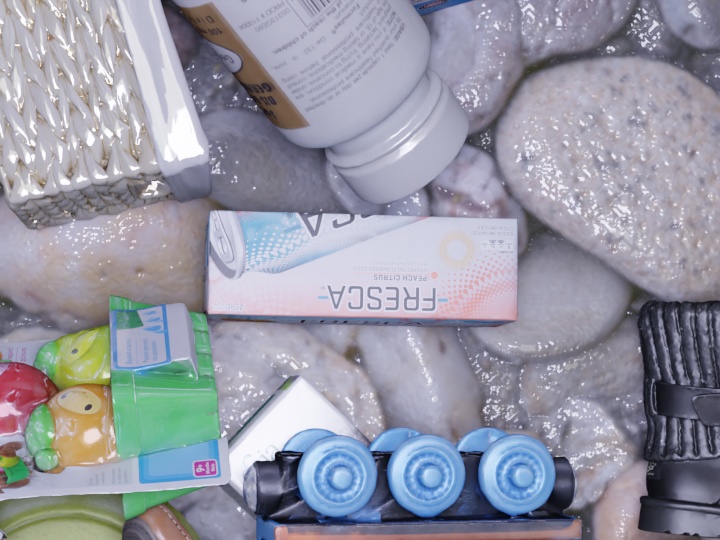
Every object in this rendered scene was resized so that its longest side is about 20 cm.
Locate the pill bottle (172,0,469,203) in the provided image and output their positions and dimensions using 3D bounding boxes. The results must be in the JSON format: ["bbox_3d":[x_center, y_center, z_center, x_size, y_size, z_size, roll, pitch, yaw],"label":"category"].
[{"bbox_3d":[-0.022,-0.141,0.986,0.114,0.114,0.200,-45,120,-9],"label":"pill bottle"}]

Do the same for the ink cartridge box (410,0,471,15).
[{"bbox_3d":[0.072,-0.262,0.997,0.146,0.200,0.146,-17,86,-8],"label":"ink cartridge box"}]

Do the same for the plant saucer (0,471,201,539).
[{"bbox_3d":[-0.183,0.224,1.000,0.199,0.031,0.201,1,84,-6],"label":"plant saucer"}]

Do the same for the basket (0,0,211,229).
[{"bbox_3d":[-0.176,-0.131,0.986,0.123,0.136,0.201,-17,85,-6],"label":"basket"}]

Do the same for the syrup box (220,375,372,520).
[{"bbox_3d":[0.002,0.163,1.004,0.200,0.081,0.079,44,78,-2],"label":"syrup box"}]

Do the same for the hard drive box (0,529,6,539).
[{"bbox_3d":[-0.327,0.175,0.901,0.156,0.077,0.200,40,48,13],"label":"hard drive box"}]

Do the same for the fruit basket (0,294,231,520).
[{"bbox_3d":[-0.181,0.076,0.948,0.199,0.185,0.094,1,115,-9],"label":"fruit basket"}]

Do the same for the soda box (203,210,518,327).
[{"bbox_3d":[0.000,0.000,1.030,0.199,0.064,0.069,1,84,-8],"label":"soda box"}]

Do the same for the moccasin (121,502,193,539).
[{"bbox_3d":[-0.067,0.208,0.977,0.201,0.074,0.078,47,63,-18],"label":"moccasin"}]

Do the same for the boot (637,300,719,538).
[{"bbox_3d":[0.281,0.098,1.046,0.210,0.079,0.158,6,83,-6],"label":"boot"}]

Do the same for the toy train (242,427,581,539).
[{"bbox_3d":[0.030,0.150,0.929,0.199,0.087,0.115,1,88,-13],"label":"toy train"}]
